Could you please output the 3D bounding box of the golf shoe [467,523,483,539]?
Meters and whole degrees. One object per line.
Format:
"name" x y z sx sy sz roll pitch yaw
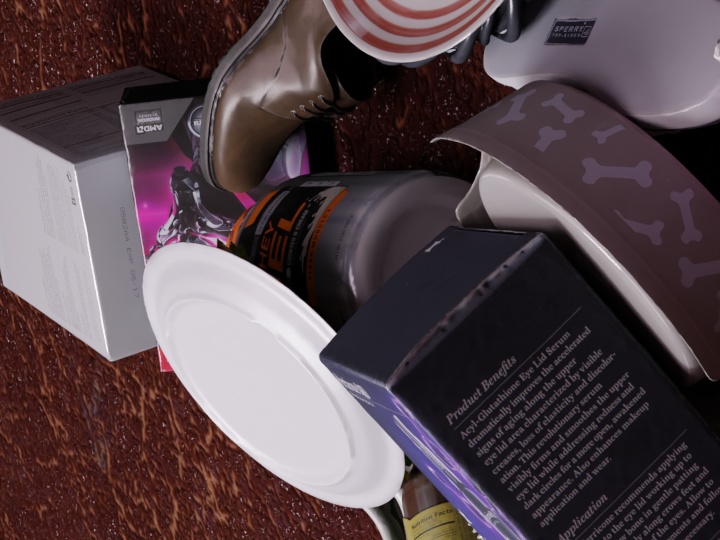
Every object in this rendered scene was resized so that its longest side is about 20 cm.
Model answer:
"golf shoe" 0.127 0.154 1.089 0.097 0.078 0.200 -32 82 44

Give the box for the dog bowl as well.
"dog bowl" 0.122 -0.009 0.907 0.200 0.059 0.200 44 171 9

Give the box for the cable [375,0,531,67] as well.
"cable" 0.045 -0.184 0.988 0.200 0.051 0.163 -15 73 51

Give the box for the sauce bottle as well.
"sauce bottle" 0.060 0.163 1.155 0.065 0.065 0.200 112 155 -51

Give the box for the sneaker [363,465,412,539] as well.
"sneaker" 0.016 0.114 1.243 0.200 0.071 0.073 63 151 20

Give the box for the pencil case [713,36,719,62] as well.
"pencil case" 0.179 -0.167 0.762 0.083 0.086 0.200 -160 58 -68

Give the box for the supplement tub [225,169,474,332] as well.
"supplement tub" 0.000 0.000 1.151 0.200 0.122 0.123 2 108 61

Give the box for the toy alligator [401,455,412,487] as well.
"toy alligator" -0.006 0.082 1.183 0.054 0.059 0.200 37 175 -38

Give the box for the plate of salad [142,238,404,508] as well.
"plate of salad" -0.048 0.058 1.108 0.200 0.048 0.200 31 147 23

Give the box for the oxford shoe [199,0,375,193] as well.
"oxford shoe" -0.040 -0.115 1.171 0.084 0.073 0.200 47 128 22

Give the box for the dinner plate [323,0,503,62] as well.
"dinner plate" 0.039 -0.202 0.937 0.200 0.024 0.200 -9 79 53

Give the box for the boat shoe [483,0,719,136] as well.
"boat shoe" 0.134 -0.094 0.907 0.200 0.066 0.072 12 75 61

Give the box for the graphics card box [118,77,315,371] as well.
"graphics card box" -0.089 -0.033 1.290 0.051 0.125 0.200 -92 -4 -70

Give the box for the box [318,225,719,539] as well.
"box" 0.092 0.083 0.927 0.200 0.104 0.148 47 172 -10

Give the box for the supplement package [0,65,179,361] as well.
"supplement package" -0.176 -0.050 1.413 0.200 0.151 0.152 26 129 54
